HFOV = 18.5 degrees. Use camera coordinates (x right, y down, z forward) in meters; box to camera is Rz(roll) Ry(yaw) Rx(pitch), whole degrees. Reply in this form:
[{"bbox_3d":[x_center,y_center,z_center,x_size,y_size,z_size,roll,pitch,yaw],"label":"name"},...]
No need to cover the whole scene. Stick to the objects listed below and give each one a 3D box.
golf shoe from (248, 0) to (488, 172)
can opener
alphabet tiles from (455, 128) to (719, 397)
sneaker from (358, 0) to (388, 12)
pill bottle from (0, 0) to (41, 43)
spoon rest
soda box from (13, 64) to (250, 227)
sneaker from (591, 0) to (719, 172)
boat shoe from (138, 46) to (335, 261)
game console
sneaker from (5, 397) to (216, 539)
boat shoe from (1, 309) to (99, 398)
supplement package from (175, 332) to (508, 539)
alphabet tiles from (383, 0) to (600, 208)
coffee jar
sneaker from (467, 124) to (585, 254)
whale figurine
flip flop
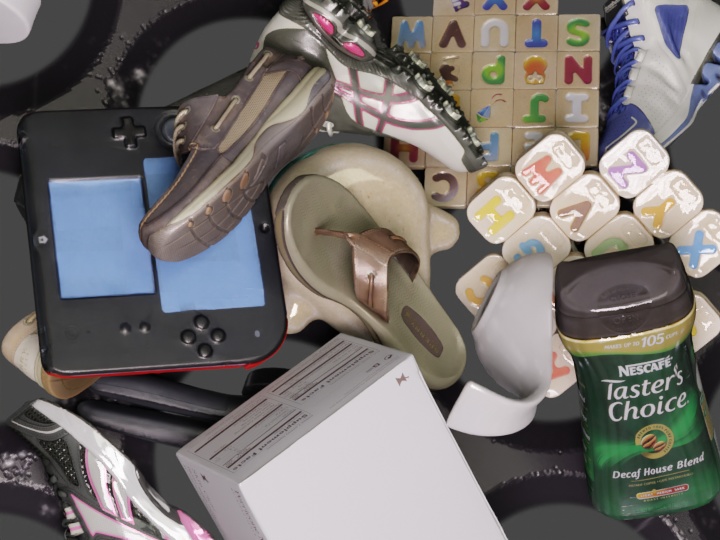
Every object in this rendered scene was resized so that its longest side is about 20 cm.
[{"bbox_3d":[0.009,-0.131,1.651,0.200,0.077,0.088,40,105,-18],"label":"golf shoe"},{"bbox_3d":[-0.108,0.109,1.609,0.198,0.079,0.064,5,113,-10],"label":"can opener"},{"bbox_3d":[0.176,-0.003,1.660,0.195,0.015,0.200,-40,96,17],"label":"alphabet tiles"},{"bbox_3d":[-0.010,-0.222,1.710,0.077,0.078,0.201,20,73,-20],"label":"sneaker"},{"bbox_3d":[-0.264,-0.280,1.637,0.113,0.114,0.201,18,71,-9],"label":"pill bottle"},{"bbox_3d":[0.109,0.058,1.578,0.060,0.100,0.200,26,31,-2],"label":"spoon rest"},{"bbox_3d":[-0.153,-0.075,1.636,0.199,0.063,0.071,-28,85,-19],"label":"soda box"},{"bbox_3d":[0.225,-0.161,1.757,0.115,0.081,0.200,40,62,3],"label":"sneaker"},{"bbox_3d":[-0.098,-0.084,1.553,0.073,0.075,0.200,34,55,13],"label":"boat shoe"},{"bbox_3d":[-0.147,-0.023,1.558,0.176,0.031,0.201,-1,68,-20],"label":"game console"},{"bbox_3d":[-0.182,0.175,1.556,0.200,0.080,0.086,42,80,6],"label":"sneaker"},{"bbox_3d":[-0.173,0.016,1.601,0.065,0.072,0.200,28,50,31],"label":"boat shoe"},{"bbox_3d":[-0.004,0.174,1.543,0.155,0.111,0.201,-35,111,-20],"label":"supplement package"},{"bbox_3d":[0.102,-0.139,1.711,0.165,0.006,0.201,1,66,7],"label":"alphabet tiles"},{"bbox_3d":[0.203,0.079,1.618,0.104,0.085,0.201,-11,117,7],"label":"coffee jar"},{"bbox_3d":[0.150,-0.051,1.702,0.200,0.076,0.071,39,69,-2],"label":"sneaker"},{"bbox_3d":[0.000,0.000,1.651,0.159,0.104,0.201,-30,107,-10],"label":"whale figurine"},{"bbox_3d":[0.016,0.006,1.555,0.200,0.057,0.081,49,53,-22],"label":"flip flop"}]
